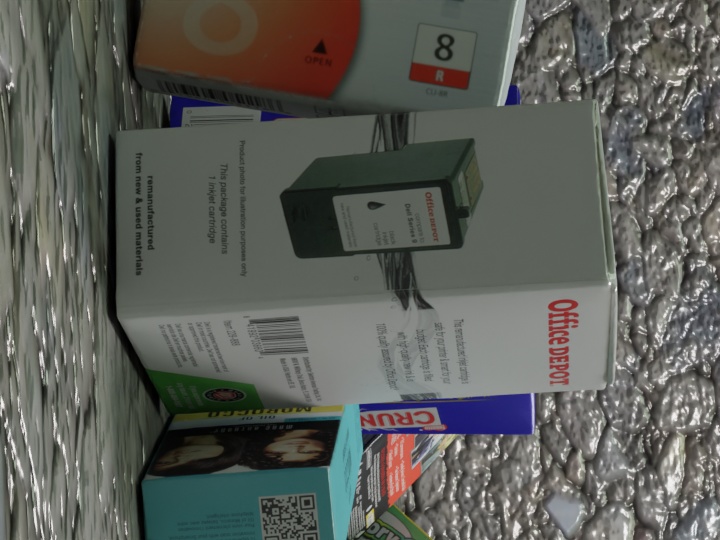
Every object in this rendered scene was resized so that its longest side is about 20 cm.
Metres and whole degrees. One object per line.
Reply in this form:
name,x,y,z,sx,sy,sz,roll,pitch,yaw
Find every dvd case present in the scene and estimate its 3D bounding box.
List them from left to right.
dvd case,0.049,0.062,1.391,0.200,0.022,0.146,-45,164,-15

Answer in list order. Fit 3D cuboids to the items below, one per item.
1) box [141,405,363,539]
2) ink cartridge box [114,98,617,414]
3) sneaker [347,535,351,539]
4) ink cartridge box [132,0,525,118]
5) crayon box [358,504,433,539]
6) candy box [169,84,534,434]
box,-0.045,0.088,1.134,0.200,0.082,0.049,-77,163,-79
ink cartridge box,0.006,-0.002,1.057,0.146,0.199,0.084,79,8,-69
sneaker,-0.011,0.198,1.286,0.200,0.074,0.081,58,-35,42
ink cartridge box,-0.002,-0.165,1.095,0.050,0.162,0.201,61,39,-83
crayon box,0.026,0.219,1.507,0.200,0.058,0.173,40,-24,31
candy box,0.000,0.000,1.229,0.200,0.169,0.077,83,8,-53
